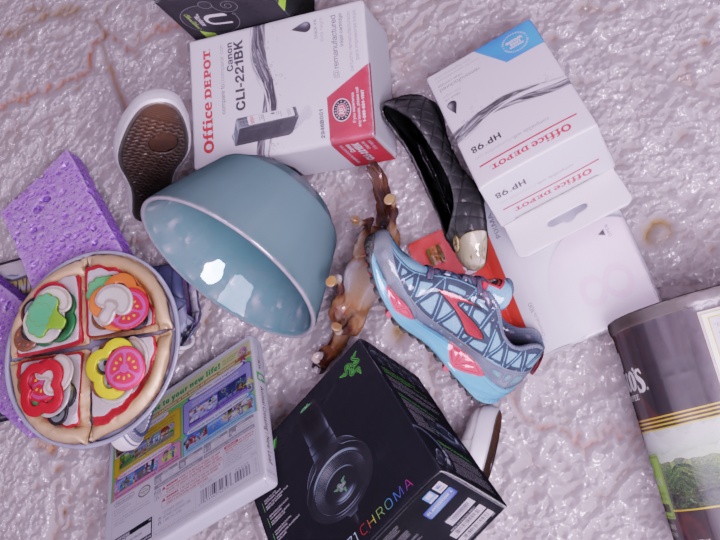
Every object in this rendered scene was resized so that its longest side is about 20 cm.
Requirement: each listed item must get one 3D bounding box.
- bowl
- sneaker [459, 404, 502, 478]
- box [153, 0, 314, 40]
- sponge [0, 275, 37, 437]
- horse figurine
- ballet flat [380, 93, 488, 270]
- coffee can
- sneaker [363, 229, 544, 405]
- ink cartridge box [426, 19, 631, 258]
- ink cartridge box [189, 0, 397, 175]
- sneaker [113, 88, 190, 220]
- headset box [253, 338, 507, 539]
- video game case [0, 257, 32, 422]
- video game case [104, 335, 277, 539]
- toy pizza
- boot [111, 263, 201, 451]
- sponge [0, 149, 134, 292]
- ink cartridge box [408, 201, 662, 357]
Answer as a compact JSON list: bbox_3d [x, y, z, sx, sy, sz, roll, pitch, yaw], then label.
[{"bbox_3d":[-0.103,-0.037,0.853,0.200,0.201,0.105,24,64,21],"label":"bowl"},{"bbox_3d":[0.065,0.209,0.800,0.084,0.073,0.201,21,89,18],"label":"sneaker"},{"bbox_3d":[-0.128,-0.351,0.922,0.124,0.148,0.201,-4,80,17],"label":"box"},{"bbox_3d":[-0.395,0.082,0.969,0.200,0.030,0.112,32,93,21],"label":"sponge"},{"bbox_3d":[0.000,0.000,0.844,0.050,0.133,0.201,18,76,11],"label":"horse figurine"},{"bbox_3d":[0.071,-0.083,0.827,0.057,0.067,0.201,-8,59,-22],"label":"ballet flat"},{"bbox_3d":[0.298,0.120,0.696,0.146,0.146,0.201,-17,75,15],"label":"coffee can"},{"bbox_3d":[0.087,0.024,0.770,0.095,0.079,0.200,-38,112,19],"label":"sneaker"},{"bbox_3d":[0.150,-0.123,0.794,0.115,0.067,0.201,-28,50,12],"label":"ink cartridge box"},{"bbox_3d":[-0.072,-0.178,0.908,0.199,0.084,0.145,-8,79,19],"label":"ink cartridge box"},{"bbox_3d":[-0.220,-0.134,0.896,0.072,0.200,0.085,-4,64,-20],"label":"sneaker"},{"bbox_3d":[0.001,0.185,0.773,0.174,0.093,0.200,-47,35,9],"label":"headset box"},{"bbox_3d":[-0.380,0.074,1.002,0.199,0.025,0.182,-13,77,16],"label":"video game case"},{"bbox_3d":[-0.171,0.180,0.858,0.200,0.022,0.183,-34,39,16],"label":"video game case"},{"bbox_3d":[-0.272,0.074,0.863,0.199,0.032,0.201,-5,72,16],"label":"toy pizza"},{"bbox_3d":[-0.215,0.082,0.906,0.090,0.073,0.201,-13,64,13],"label":"boot"},{"bbox_3d":[-0.326,-0.036,0.969,0.111,0.030,0.200,-41,53,4],"label":"sponge"},{"bbox_3d":[0.156,0.001,0.819,0.199,0.057,0.163,-23,74,9],"label":"ink cartridge box"}]
